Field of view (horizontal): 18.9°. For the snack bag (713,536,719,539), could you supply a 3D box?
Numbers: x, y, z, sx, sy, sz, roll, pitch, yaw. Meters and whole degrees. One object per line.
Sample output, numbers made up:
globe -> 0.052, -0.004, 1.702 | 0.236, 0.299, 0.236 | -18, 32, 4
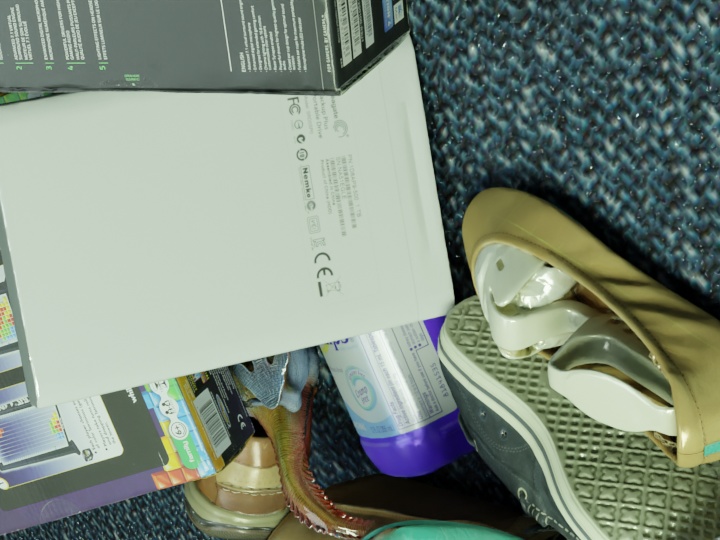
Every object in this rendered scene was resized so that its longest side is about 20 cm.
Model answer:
snack bag -> 0.169, 0.196, 0.852 | 0.200, 0.021, 0.189 | -34, 87, 26

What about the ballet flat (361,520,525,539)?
ballet flat -> 0.083, 0.163, 0.938 | 0.067, 0.200, 0.071 | -47, 40, 25

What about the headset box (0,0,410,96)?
headset box -> -0.093, -0.168, 0.910 | 0.199, 0.093, 0.175 | 1, 112, 21

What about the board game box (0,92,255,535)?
board game box -> -0.164, 0.019, 1.022 | 0.165, 0.057, 0.201 | -16, 102, 24

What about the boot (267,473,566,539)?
boot -> 0.011, 0.155, 1.061 | 0.200, 0.175, 0.066 | 3, 105, 56

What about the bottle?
bottle -> 0.000, 0.000, 1.050 | 0.201, 0.065, 0.084 | 66, 164, -6

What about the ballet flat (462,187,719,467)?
ballet flat -> 0.092, 0.021, 0.911 | 0.200, 0.063, 0.069 | 32, 140, 46

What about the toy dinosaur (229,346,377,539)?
toy dinosaur -> -0.060, 0.051, 1.133 | 0.201, 0.105, 0.181 | 65, -168, 2

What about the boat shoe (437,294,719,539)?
boat shoe -> 0.101, 0.086, 0.947 | 0.200, 0.074, 0.062 | 46, 151, 43

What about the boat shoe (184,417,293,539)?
boat shoe -> -0.072, 0.072, 1.216 | 0.200, 0.075, 0.074 | -121, 37, -58

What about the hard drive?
hard drive -> -0.062, -0.025, 0.966 | 0.027, 0.199, 0.132 | -169, 68, -68
